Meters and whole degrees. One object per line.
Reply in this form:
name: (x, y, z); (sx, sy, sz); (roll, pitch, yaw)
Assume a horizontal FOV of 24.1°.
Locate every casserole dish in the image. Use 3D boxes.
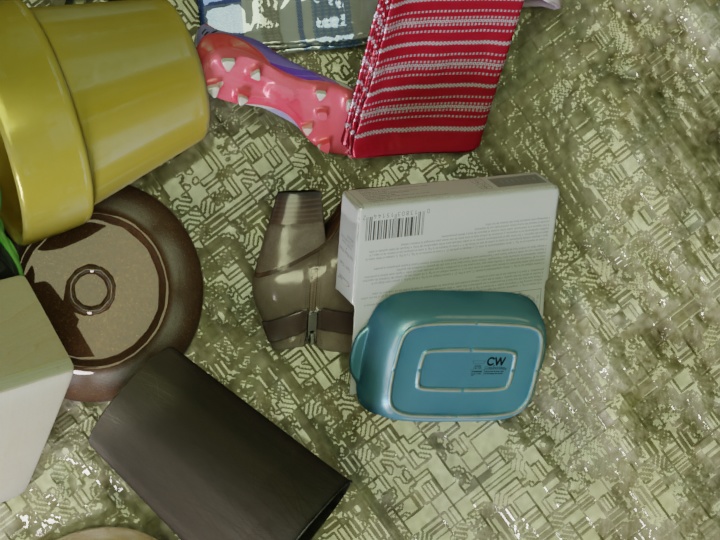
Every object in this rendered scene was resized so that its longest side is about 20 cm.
casserole dish: (0.086, 0.081, 1.490); (0.198, 0.039, 0.123); (2, 111, -27)

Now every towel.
towel: (0.068, -0.186, 1.472); (0.143, 0.023, 0.202); (-4, 129, -27)
towel: (-0.053, -0.272, 1.537); (0.197, 0.024, 0.149); (-6, 88, -4)

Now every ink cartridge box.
ink cartridge box: (0.075, 0.010, 1.502); (0.198, 0.045, 0.178); (-6, 114, -24)

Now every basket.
basket: (-0.126, 0.172, 1.462); (0.200, 0.181, 0.136); (40, 63, 7)

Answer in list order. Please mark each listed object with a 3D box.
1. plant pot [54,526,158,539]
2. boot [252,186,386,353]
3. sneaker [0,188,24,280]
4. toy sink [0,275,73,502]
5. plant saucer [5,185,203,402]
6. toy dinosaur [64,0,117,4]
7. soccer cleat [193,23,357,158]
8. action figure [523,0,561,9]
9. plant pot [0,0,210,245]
plant pot: (-0.237, 0.313, 1.455); (0.198, 0.028, 0.201); (-10, 45, 10)
boot: (0.000, 0.000, 1.523); (0.197, 0.070, 0.148); (-2, 96, -7)
sneaker: (-0.340, -0.021, 1.426); (0.076, 0.201, 0.084); (33, 58, 30)
toy sink: (-0.343, 0.113, 1.436); (0.129, 0.201, 0.113); (-16, 61, -35)
plant saucer: (-0.240, 0.018, 1.515); (0.198, 0.037, 0.203); (0, 89, -4)
toy dinosaur: (-0.227, -0.279, 1.522); (0.087, 0.047, 0.202); (19, 87, 12)
soccer cleat: (-0.061, -0.163, 1.505); (0.198, 0.077, 0.067); (19, 123, -30)
action figure: (0.072, -0.280, 1.487); (0.199, 0.133, 0.151); (-29, 114, -44)
plant pot: (-0.239, -0.146, 1.453); (0.187, 0.201, 0.203); (-20, 89, -20)
